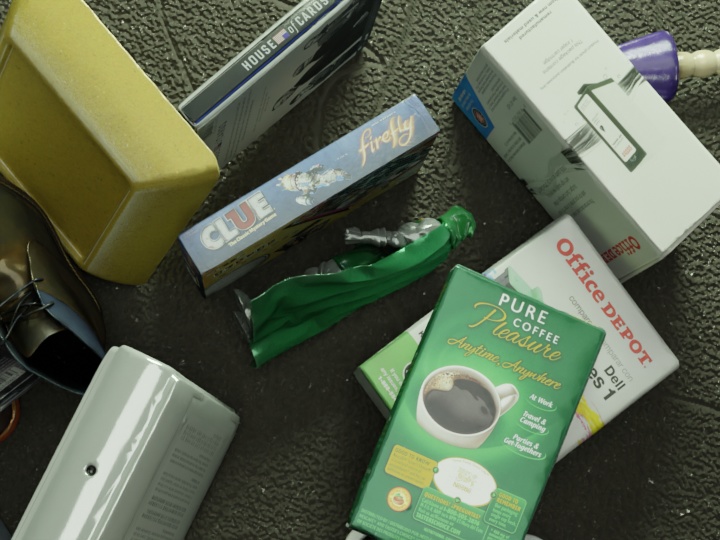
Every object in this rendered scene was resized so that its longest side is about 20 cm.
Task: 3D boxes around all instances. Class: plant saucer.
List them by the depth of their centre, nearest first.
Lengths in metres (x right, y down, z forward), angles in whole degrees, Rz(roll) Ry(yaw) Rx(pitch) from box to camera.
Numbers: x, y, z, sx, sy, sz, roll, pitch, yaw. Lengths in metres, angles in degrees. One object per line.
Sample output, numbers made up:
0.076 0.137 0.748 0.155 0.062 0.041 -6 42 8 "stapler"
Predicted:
-0.208 -0.091 1.127 0.200 0.200 0.048 49 56 3 "plant saucer"

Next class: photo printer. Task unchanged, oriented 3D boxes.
-0.171 0.166 1.114 0.069 0.166 0.201 23 81 18 "photo printer"

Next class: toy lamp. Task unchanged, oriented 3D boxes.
0.295 -0.168 1.250 0.198 0.058 0.059 -7 83 -6 "toy lamp"

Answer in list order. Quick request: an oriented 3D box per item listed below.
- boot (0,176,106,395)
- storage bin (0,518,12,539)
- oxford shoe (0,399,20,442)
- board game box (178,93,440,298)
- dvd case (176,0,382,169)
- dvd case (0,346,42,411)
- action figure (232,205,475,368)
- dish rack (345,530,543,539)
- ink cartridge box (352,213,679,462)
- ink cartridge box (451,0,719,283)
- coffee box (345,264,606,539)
-0.235 0.006 1.096 0.075 0.097 0.200 -38 130 2 "boot"
-0.334 0.215 1.085 0.134 0.200 0.146 -34 86 1 "storage bin"
-0.351 0.078 1.156 0.198 0.073 0.072 13 82 -2 "oxford shoe"
-0.040 -0.052 1.168 0.199 0.136 0.035 -31 85 -8 "board game box"
-0.059 -0.145 1.156 0.200 0.150 0.025 -42 84 -19 "dvd case"
-0.347 0.071 1.104 0.199 0.149 0.016 20 123 19 "dvd case"
0.000 0.000 1.191 0.199 0.118 0.055 -24 72 -16 "action figure"
0.060 0.292 1.174 0.170 0.044 0.202 7 82 -3 "dish rack"
0.116 0.074 1.187 0.199 0.084 0.145 -36 86 -8 "ink cartridge box"
0.171 -0.098 1.185 0.084 0.146 0.200 -40 88 -10 "ink cartridge box"
0.082 0.111 1.116 0.122 0.044 0.201 22 83 0 "coffee box"
